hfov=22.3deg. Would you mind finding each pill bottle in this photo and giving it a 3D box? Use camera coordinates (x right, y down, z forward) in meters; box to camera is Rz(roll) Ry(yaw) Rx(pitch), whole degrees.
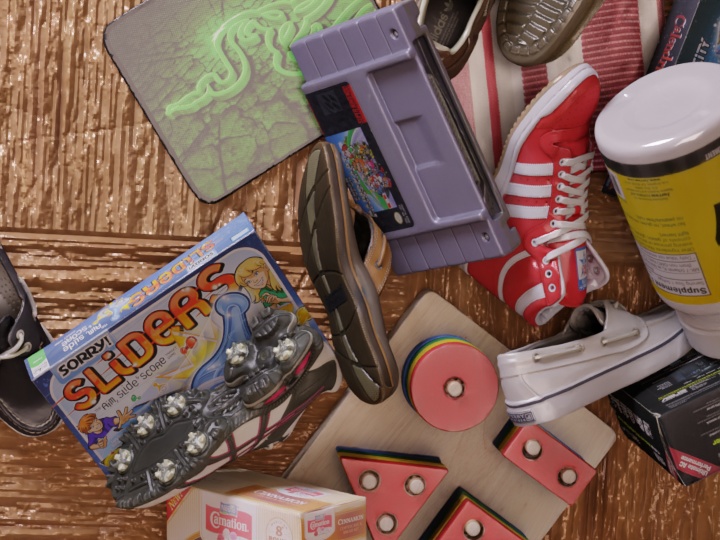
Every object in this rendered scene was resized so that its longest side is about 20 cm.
[{"bbox_3d":[0.256,-0.041,1.346,0.114,0.114,0.201,-29,119,-3],"label":"pill bottle"}]

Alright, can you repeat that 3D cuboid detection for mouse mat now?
[{"bbox_3d":[-0.078,-0.166,1.409,0.199,0.008,0.162,-32,99,-4],"label":"mouse mat"}]

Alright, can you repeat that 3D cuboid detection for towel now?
[{"bbox_3d":[0.146,-0.145,1.432,0.198,0.023,0.145,-7,95,-8],"label":"towel"}]

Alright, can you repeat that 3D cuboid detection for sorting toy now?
[{"bbox_3d":[0.073,0.154,1.432,0.198,0.070,0.201,37,91,-9],"label":"sorting toy"}]

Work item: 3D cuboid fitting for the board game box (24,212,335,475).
[{"bbox_3d":[-0.135,0.066,1.389,0.199,0.034,0.136,-35,122,-2],"label":"board game box"}]

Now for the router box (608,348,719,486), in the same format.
[{"bbox_3d":[0.302,0.083,1.411,0.199,0.150,0.063,-24,102,-3],"label":"router box"}]

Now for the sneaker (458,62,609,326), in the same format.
[{"bbox_3d":[0.151,-0.049,1.365,0.112,0.071,0.201,45,129,25],"label":"sneaker"}]

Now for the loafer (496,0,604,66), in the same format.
[{"bbox_3d":[0.173,-0.239,1.389,0.067,0.076,0.201,30,89,-53],"label":"loafer"}]

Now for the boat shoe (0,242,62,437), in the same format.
[{"bbox_3d":[-0.276,0.036,1.378,0.073,0.060,0.201,-19,99,-8],"label":"boat shoe"}]

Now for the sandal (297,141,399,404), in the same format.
[{"bbox_3d":[0.000,0.000,1.394,0.054,0.082,0.201,-15,82,-26],"label":"sandal"}]

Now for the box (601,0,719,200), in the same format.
[{"bbox_3d":[0.285,-0.130,1.426,0.136,0.038,0.201,20,94,-24],"label":"box"}]

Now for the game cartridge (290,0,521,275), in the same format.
[{"bbox_3d":[0.030,-0.094,1.370,0.038,0.129,0.201,-36,106,-42],"label":"game cartridge"}]

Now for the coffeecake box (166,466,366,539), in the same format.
[{"bbox_3d":[-0.072,0.262,1.380,0.073,0.153,0.202,-6,99,-45],"label":"coffeecake box"}]

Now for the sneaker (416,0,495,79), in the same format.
[{"bbox_3d":[0.088,-0.234,1.374,0.070,0.076,0.201,19,83,-6],"label":"sneaker"}]

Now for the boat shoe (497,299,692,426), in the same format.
[{"bbox_3d":[0.185,0.055,1.409,0.199,0.072,0.066,-23,98,-27],"label":"boat shoe"}]

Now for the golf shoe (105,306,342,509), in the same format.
[{"bbox_3d":[-0.099,0.120,1.367,0.200,0.077,0.088,-38,138,8],"label":"golf shoe"}]
